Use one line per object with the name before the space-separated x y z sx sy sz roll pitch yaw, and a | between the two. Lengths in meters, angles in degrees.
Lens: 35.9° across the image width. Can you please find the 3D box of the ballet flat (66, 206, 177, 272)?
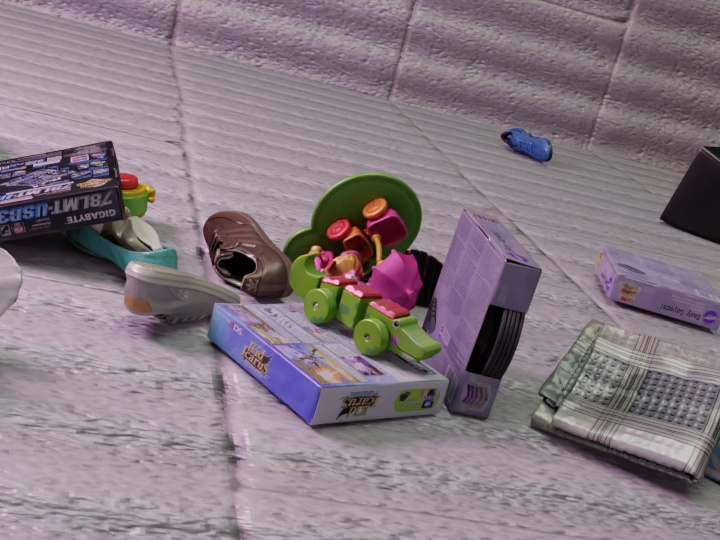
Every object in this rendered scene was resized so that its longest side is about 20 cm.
ballet flat | -0.282 -0.038 1.337 0.199 0.071 0.067 29 24 38

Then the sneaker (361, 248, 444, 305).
sneaker | 0.041 -0.011 1.554 0.199 0.074 0.087 17 12 -2

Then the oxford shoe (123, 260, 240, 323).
oxford shoe | -0.200 0.030 1.233 0.075 0.058 0.200 16 0 23

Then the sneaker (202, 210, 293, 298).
sneaker | -0.160 -0.027 1.415 0.075 0.071 0.200 0 22 -40

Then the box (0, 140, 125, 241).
box | -0.388 -0.094 1.340 0.198 0.050 0.199 -12 25 -11

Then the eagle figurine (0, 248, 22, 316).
eagle figurine | -0.411 0.018 0.956 0.152 0.152 0.199 39 15 31

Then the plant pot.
plant pot | 0.865 -0.164 2.639 0.177 0.200 0.199 39 26 29

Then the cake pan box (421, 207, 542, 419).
cake pan box | 0.130 0.045 1.262 0.052 0.185 0.200 12 16 -13

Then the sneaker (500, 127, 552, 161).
sneaker | 0.448 -0.338 3.016 0.078 0.066 0.200 -4 23 -22

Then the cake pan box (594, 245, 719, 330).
cake pan box | 0.508 0.026 1.887 0.198 0.053 0.184 16 19 -2

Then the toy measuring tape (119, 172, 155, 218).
toy measuring tape | -0.341 -0.087 1.452 0.073 0.074 0.199 26 26 31

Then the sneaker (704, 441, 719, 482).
sneaker | 0.407 0.185 1.255 0.199 0.081 0.076 27 18 28

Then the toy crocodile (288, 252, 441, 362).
toy crocodile | 0.003 0.043 1.205 0.199 0.062 0.067 29 20 35

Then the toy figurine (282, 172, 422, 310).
toy figurine | 0.000 0.000 1.398 0.150 0.199 0.185 55 12 -36

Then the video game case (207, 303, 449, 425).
video game case | -0.036 0.094 1.188 0.180 0.046 0.200 3 21 -42

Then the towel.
towel | 0.310 0.134 1.238 0.199 0.035 0.193 16 44 27
